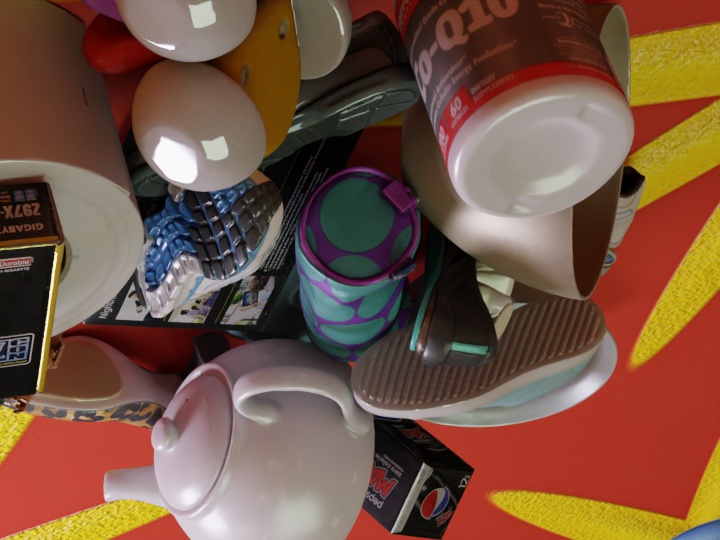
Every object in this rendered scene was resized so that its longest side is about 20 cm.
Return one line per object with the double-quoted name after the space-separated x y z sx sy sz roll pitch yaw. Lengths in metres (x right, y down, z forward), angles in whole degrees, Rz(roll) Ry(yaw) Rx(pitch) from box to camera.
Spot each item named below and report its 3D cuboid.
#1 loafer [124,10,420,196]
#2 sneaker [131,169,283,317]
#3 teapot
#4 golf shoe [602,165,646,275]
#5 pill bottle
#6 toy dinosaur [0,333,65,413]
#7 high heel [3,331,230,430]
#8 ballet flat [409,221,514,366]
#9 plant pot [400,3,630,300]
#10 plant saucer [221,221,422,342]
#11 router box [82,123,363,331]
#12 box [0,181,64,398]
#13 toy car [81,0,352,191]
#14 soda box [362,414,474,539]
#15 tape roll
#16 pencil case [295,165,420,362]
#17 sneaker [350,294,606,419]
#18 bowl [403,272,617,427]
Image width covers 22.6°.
-0.061 -0.106 1.153 0.198 0.063 0.072 -19 166 3 "loafer"
-0.083 -0.030 1.162 0.086 0.076 0.200 -18 176 -28 "sneaker"
-0.090 0.136 1.379 0.145 0.197 0.202 17 102 -33 "teapot"
0.146 -0.065 1.406 0.199 0.078 0.098 12 119 -47 "golf shoe"
0.084 -0.141 1.100 0.113 0.201 0.114 -11 143 -8 "pill bottle"
-0.250 0.045 1.225 0.135 0.103 0.200 -28 -175 -7 "toy dinosaur"
-0.208 0.112 1.464 0.198 0.072 0.143 -8 150 -21 "high heel"
0.075 0.016 1.281 0.068 0.200 0.069 13 118 -1 "ballet flat"
0.103 -0.087 1.243 0.133 0.202 0.201 7 153 17 "plant pot"
-0.040 0.005 1.423 0.198 0.036 0.201 -14 148 -9 "plant saucer"
-0.104 -0.046 1.263 0.148 0.051 0.201 4 131 -33 "router box"
-0.278 0.023 1.038 0.198 0.050 0.160 -6 148 -20 "box"
-0.098 -0.160 1.039 0.149 0.175 0.201 16 134 20 "toy car"
0.002 0.142 1.497 0.063 0.200 0.071 14 105 -43 "soda box"
-0.245 -0.056 1.113 0.201 0.140 0.203 -14 148 -9 "tape roll"
0.000 0.000 1.282 0.092 0.086 0.200 -27 165 -10 "pencil case"
0.086 0.080 1.333 0.198 0.074 0.082 -11 148 -13 "sneaker"
0.104 0.041 1.452 0.199 0.091 0.202 -3 147 -2 "bowl"
